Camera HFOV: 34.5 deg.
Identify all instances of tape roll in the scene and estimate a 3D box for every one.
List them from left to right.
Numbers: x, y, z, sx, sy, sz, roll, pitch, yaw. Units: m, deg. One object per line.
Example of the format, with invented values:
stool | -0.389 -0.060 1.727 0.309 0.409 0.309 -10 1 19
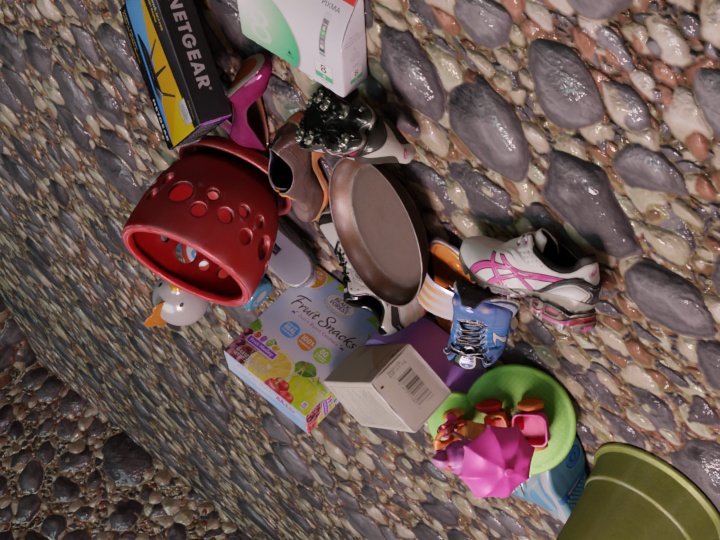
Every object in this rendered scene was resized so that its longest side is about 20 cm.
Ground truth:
tape roll | 0.101 0.149 1.636 0.200 0.066 0.200 41 163 15

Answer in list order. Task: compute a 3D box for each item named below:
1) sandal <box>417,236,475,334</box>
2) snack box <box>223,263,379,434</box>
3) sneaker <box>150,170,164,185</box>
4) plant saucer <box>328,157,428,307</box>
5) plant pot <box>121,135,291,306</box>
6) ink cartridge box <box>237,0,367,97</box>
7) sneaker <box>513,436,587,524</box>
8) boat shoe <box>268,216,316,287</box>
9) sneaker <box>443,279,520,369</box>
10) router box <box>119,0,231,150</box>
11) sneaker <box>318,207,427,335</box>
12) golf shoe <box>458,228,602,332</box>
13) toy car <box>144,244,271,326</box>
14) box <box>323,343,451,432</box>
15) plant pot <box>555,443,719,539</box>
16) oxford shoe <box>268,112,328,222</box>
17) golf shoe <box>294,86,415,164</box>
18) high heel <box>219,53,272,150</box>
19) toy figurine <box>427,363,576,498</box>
sandal | 0.109 0.040 1.477 0.079 0.059 0.207 34 154 24
snack box | -0.073 0.112 1.723 0.168 0.200 0.068 35 155 21
sneaker | -0.253 -0.116 1.841 0.200 0.076 0.081 31 142 22
plant saucer | 0.027 -0.052 1.447 0.200 0.032 0.201 43 147 37
plant pot | -0.206 -0.077 1.615 0.200 0.183 0.201 21 159 8
ink cartridge box | -0.068 -0.299 1.245 0.161 0.050 0.200 36 157 23
sneaker | 0.243 0.270 1.600 0.130 0.080 0.200 22 146 41
boat shoe | -0.139 -0.049 1.741 0.200 0.074 0.065 54 -176 16
sneaker | 0.143 0.072 1.371 0.078 0.089 0.200 17 166 19
router box | -0.240 -0.270 1.495 0.149 0.051 0.201 -18 92 64
sneaker | 0.000 0.000 1.553 0.200 0.088 0.076 47 161 17
golf shoe | 0.188 -0.009 1.274 0.200 0.072 0.092 28 120 45
toy car | -0.280 0.019 1.913 0.184 0.200 0.177 39 162 14
box | 0.032 0.158 1.573 0.095 0.078 0.200 49 163 -11
plant pot | 0.325 0.356 1.460 0.200 0.190 0.200 36 155 20
oxford shoe | -0.091 -0.122 1.535 0.071 0.073 0.200 34 154 25
golf shoe | -0.013 -0.157 1.344 0.088 0.077 0.200 23 -173 -28
high heel | -0.127 -0.214 1.489 0.096 0.068 0.200 31 161 -15
toy figurine | 0.151 0.212 1.431 0.199 0.184 0.151 -3 100 22
